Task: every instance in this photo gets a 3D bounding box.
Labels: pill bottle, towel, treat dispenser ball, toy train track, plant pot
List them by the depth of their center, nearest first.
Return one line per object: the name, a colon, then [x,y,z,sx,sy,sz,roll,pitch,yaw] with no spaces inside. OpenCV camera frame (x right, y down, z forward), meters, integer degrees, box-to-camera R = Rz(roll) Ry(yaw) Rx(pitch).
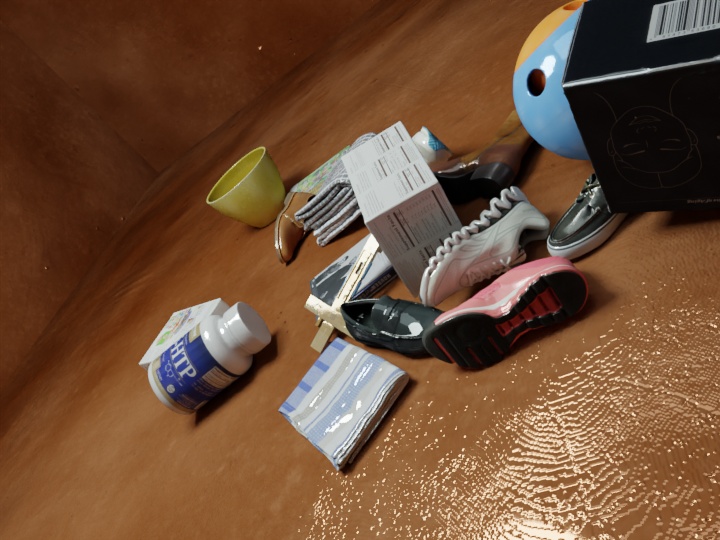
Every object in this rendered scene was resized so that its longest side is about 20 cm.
treat dispenser ball: [0.298,-0.244,0.795,0.200,0.201,0.201,-33,28,20]
towel: [-0.029,0.168,0.839,0.147,0.024,0.200,-51,28,-12]
toy train track: [-0.015,0.038,0.971,0.114,0.032,0.201,29,91,32]
pill bottle: [-0.260,0.150,1.088,0.200,0.120,0.120,-38,27,10]
towel: [-0.034,-0.165,1.233,0.200,0.085,0.166,-36,23,47]
plant pot: [-0.270,-0.194,1.584,0.200,0.142,0.200,-34,27,20]

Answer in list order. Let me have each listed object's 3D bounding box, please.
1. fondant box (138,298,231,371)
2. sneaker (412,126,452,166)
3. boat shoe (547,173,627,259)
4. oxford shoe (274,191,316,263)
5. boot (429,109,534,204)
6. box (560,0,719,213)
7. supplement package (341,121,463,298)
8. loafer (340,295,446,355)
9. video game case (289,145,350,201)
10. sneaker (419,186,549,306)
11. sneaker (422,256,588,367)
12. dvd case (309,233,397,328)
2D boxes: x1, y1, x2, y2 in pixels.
fondant box: [-0.364,0.146,1.310,0.199,0.058,0.145,-15,38,42]
sneaker: [0.106,-0.202,1.128,0.081,0.076,0.200,-47,6,-4]
boat shoe: [0.296,-0.096,0.743,0.200,0.057,0.069,-42,26,2]
oxford shoe: [-0.138,-0.101,1.352,0.071,0.071,0.201,-2,52,17]
boot: [0.206,-0.204,1.019,0.188,0.069,0.200,-2,46,56]
box: [0.322,-0.160,0.586,0.199,0.197,0.124,1,57,37]
supplement package: [0.069,-0.092,0.906,0.111,0.156,0.200,-29,36,9]
loafer: [0.043,0.069,0.836,0.200,0.070,0.068,-2,46,52]
video game case: [-0.100,-0.204,1.497,0.199,0.022,0.182,-32,28,21]
sneaker: [0.158,-0.020,0.792,0.200,0.075,0.081,-42,64,-9]
sneaker: [0.166,0.046,0.724,0.199,0.074,0.087,-28,16,21]
dvd case: [0.000,0.000,1.053,0.200,0.025,0.150,-38,27,10]
